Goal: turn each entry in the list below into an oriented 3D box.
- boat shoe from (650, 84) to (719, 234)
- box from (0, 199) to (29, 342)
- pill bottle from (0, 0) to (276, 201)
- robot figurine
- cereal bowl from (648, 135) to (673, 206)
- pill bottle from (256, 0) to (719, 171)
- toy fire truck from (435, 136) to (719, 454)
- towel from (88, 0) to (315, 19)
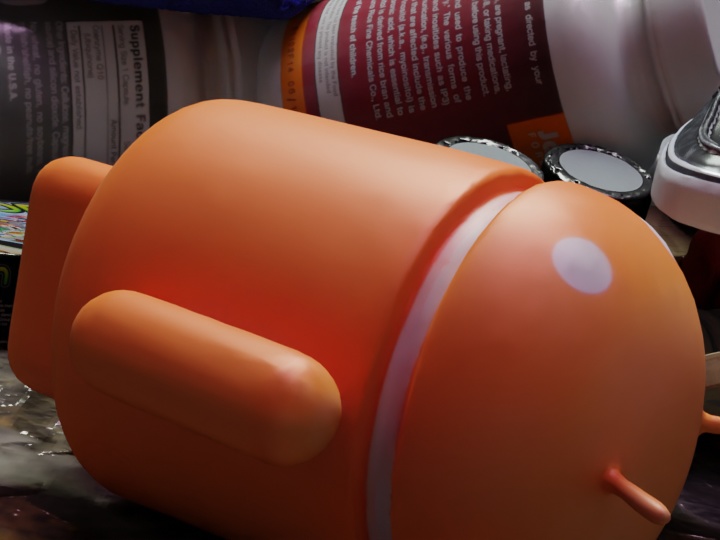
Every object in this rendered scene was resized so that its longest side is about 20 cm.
[{"bbox_3d":[0.171,-0.070,0.626,0.071,0.068,0.200,19,30,30],"label":"boat shoe"},{"bbox_3d":[-0.130,-0.001,0.651,0.199,0.035,0.110,3,12,-42],"label":"box"},{"bbox_3d":[-0.140,-0.083,0.778,0.199,0.115,0.114,-4,14,-18],"label":"pill bottle"},{"bbox_3d":[0.002,0.021,0.422,0.199,0.117,0.144,17,-27,29],"label":"robot figurine"},{"bbox_3d":[0.155,-0.022,0.844,0.200,0.083,0.200,41,19,-17],"label":"cereal bowl"},{"bbox_3d":[0.064,-0.083,0.723,0.199,0.114,0.113,-12,0,23],"label":"pill bottle"},{"bbox_3d":[0.118,0.027,0.598,0.175,0.129,0.200,2,32,-22],"label":"toy fire truck"},{"bbox_3d":[-0.103,-0.165,0.764,0.199,0.050,0.148,10,26,15],"label":"towel"}]
